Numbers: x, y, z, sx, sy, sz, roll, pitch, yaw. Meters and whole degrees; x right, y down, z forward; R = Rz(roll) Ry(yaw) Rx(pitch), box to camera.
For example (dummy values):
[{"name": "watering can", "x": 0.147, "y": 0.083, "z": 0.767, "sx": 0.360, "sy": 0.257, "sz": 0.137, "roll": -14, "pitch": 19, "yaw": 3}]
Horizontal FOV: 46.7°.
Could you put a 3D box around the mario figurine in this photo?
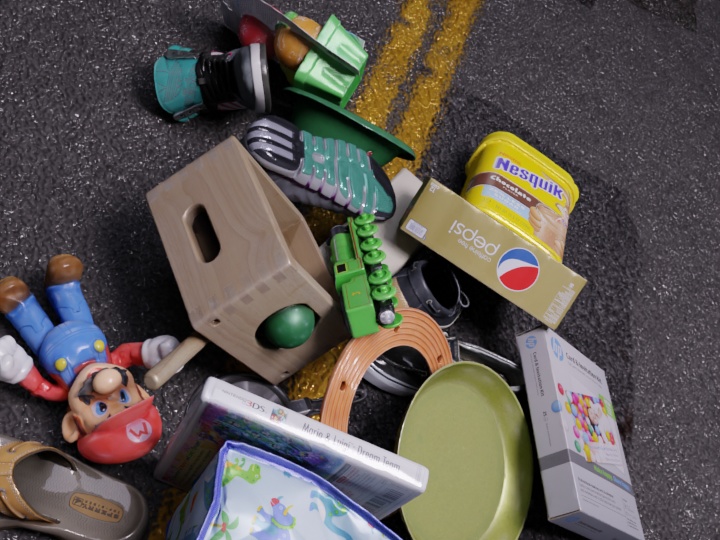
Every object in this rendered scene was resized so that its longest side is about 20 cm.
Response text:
[{"name": "mario figurine", "x": -0.233, "y": 0.071, "z": 0.708, "sx": 0.123, "sy": 0.106, "sz": 0.201, "roll": -42, "pitch": 70, "yaw": 4}]

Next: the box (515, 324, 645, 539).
[{"name": "box", "x": 0.234, "y": 0.179, "z": 0.892, "sx": 0.155, "sy": 0.041, "sz": 0.203, "roll": 34, "pitch": 41, "yaw": -42}]

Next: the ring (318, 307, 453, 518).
[{"name": "ring", "x": 0.026, "y": 0.135, "z": 0.790, "sx": 0.199, "sy": 0.019, "sz": 0.205, "roll": -12, "pitch": 107, "yaw": -46}]

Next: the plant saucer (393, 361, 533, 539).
[{"name": "plant saucer", "x": 0.097, "y": 0.191, "z": 0.814, "sx": 0.198, "sy": 0.031, "sz": 0.204, "roll": 8, "pitch": 77, "yaw": -41}]

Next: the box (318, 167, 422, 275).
[{"name": "box", "x": 0.016, "y": -0.027, "z": 0.940, "sx": 0.082, "sy": 0.069, "sz": 0.200, "roll": 42, "pitch": 49, "yaw": 5}]

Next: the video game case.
[{"name": "video game case", "x": -0.065, "y": 0.164, "z": 0.676, "sx": 0.180, "sy": 0.200, "sz": 0.024, "roll": 25, "pitch": 54, "yaw": -10}]

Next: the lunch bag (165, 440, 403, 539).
[{"name": "lunch bag", "x": -0.054, "y": 0.244, "z": 0.647, "sx": 0.197, "sy": 0.170, "sz": 0.129, "roll": 23, "pitch": 51, "yaw": -14}]

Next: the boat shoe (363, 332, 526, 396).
[{"name": "boat shoe", "x": 0.088, "y": 0.096, "z": 0.892, "sx": 0.197, "sy": 0.071, "sz": 0.073, "roll": 15, "pitch": 52, "yaw": -19}]

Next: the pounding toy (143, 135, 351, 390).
[{"name": "pounding toy", "x": -0.112, "y": 0.016, "z": 0.754, "sx": 0.141, "sy": 0.184, "sz": 0.202, "roll": -32, "pitch": 57, "yaw": 6}]

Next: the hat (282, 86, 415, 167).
[{"name": "hat", "x": -0.059, "y": -0.099, "z": 0.970, "sx": 0.197, "sy": 0.166, "sz": 0.178, "roll": 26, "pitch": 91, "yaw": -2}]

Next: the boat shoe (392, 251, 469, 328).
[{"name": "boat shoe", "x": 0.082, "y": 0.022, "z": 0.908, "sx": 0.075, "sy": 0.062, "sz": 0.199, "roll": 62, "pitch": 24, "yaw": 11}]

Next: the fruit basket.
[{"name": "fruit basket", "x": -0.085, "y": -0.277, "z": 0.999, "sx": 0.199, "sy": 0.185, "sz": 0.094, "roll": 39, "pitch": 85, "yaw": -1}]

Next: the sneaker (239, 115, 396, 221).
[{"name": "sneaker", "x": -0.053, "y": -0.096, "z": 0.878, "sx": 0.198, "sy": 0.087, "sz": 0.076, "roll": 24, "pitch": 56, "yaw": -36}]

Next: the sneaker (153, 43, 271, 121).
[{"name": "sneaker", "x": -0.165, "y": -0.210, "z": 0.916, "sx": 0.118, "sy": 0.200, "sz": 0.085, "roll": -7, "pitch": 100, "yaw": -14}]

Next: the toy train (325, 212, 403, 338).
[{"name": "toy train", "x": 0.000, "y": 0.000, "z": 0.792, "sx": 0.055, "sy": 0.042, "sz": 0.201, "roll": -15, "pitch": 27, "yaw": 1}]

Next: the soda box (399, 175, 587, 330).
[{"name": "soda box", "x": 0.139, "y": -0.021, "z": 0.895, "sx": 0.198, "sy": 0.065, "sz": 0.068, "roll": 34, "pitch": 8, "yaw": -3}]

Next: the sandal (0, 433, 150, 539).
[{"name": "sandal", "x": -0.261, "y": 0.174, "z": 0.661, "sx": 0.197, "sy": 0.055, "sz": 0.083, "roll": 23, "pitch": 50, "yaw": -13}]

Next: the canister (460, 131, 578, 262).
[{"name": "canister", "x": 0.188, "y": -0.071, "z": 1.023, "sx": 0.147, "sy": 0.087, "sz": 0.201, "roll": 34, "pitch": 36, "yaw": -5}]

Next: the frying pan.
[{"name": "frying pan", "x": -0.074, "y": 0.151, "z": 0.798, "sx": 0.187, "sy": 0.031, "sz": 0.117, "roll": 10, "pitch": 55, "yaw": -18}]
